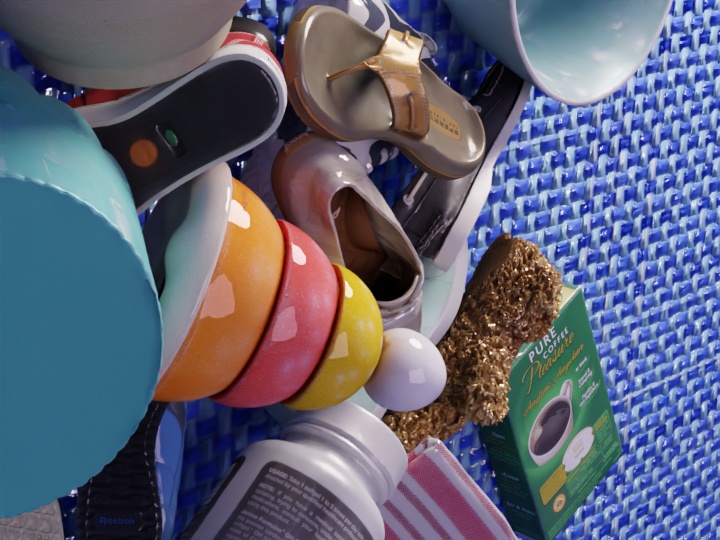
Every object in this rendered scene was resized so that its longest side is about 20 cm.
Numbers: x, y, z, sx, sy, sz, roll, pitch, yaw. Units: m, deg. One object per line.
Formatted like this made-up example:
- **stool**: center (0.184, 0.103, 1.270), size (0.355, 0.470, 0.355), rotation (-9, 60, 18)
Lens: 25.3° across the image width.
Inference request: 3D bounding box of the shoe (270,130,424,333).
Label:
- **shoe**: center (0.000, 0.000, 0.996), size (0.070, 0.053, 0.201), rotation (-43, 137, -16)

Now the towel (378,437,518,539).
- **towel**: center (0.000, 0.201, 1.128), size (0.199, 0.030, 0.147), rotation (-31, 134, 6)

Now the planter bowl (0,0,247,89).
- **planter bowl**: center (-0.126, -0.179, 0.807), size (0.200, 0.200, 0.135), rotation (-39, 149, -32)

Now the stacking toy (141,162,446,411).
- **stacking toy**: center (-0.037, 0.036, 0.923), size (0.199, 0.146, 0.147), rotation (23, 86, -19)

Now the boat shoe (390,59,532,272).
- **boat shoe**: center (0.069, -0.087, 1.131), size (0.201, 0.060, 0.074), rotation (-65, -176, -34)

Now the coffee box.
- **coffee box**: center (0.154, 0.118, 1.332), size (0.123, 0.044, 0.201), rotation (-45, 134, -28)

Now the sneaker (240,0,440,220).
- **sneaker**: center (0.000, -0.079, 1.055), size (0.129, 0.079, 0.201), rotation (15, 83, -41)

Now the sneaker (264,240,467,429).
- **sneaker**: center (-0.003, 0.022, 1.098), size (0.118, 0.073, 0.201), rotation (43, 71, -44)

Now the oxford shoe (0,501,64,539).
- **oxford shoe**: center (-0.205, 0.177, 0.947), size (0.075, 0.058, 0.201), rotation (-36, 114, -36)

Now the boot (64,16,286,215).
- **boot**: center (-0.137, -0.082, 0.912), size (0.199, 0.144, 0.073), rotation (-23, 111, 2)

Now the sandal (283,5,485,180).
- **sandal**: center (0.025, -0.109, 0.968), size (0.199, 0.054, 0.081), rotation (21, 61, -48)

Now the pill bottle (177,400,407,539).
- **pill bottle**: center (-0.053, 0.177, 0.995), size (0.200, 0.110, 0.111), rotation (-55, 138, -30)

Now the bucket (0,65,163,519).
- **bucket**: center (-0.193, 0.013, 0.774), size (0.206, 0.135, 0.209), rotation (-7, 115, -15)

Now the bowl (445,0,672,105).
- **bowl**: center (0.129, -0.224, 1.126), size (0.200, 0.105, 0.202), rotation (-20, 118, -43)

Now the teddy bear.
- **teddy bear**: center (0.074, 0.070, 1.151), size (0.067, 0.145, 0.201), rotation (39, 73, -14)

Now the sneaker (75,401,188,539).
- **sneaker**: center (-0.138, 0.090, 0.993), size (0.078, 0.065, 0.202), rotation (112, -16, -86)
